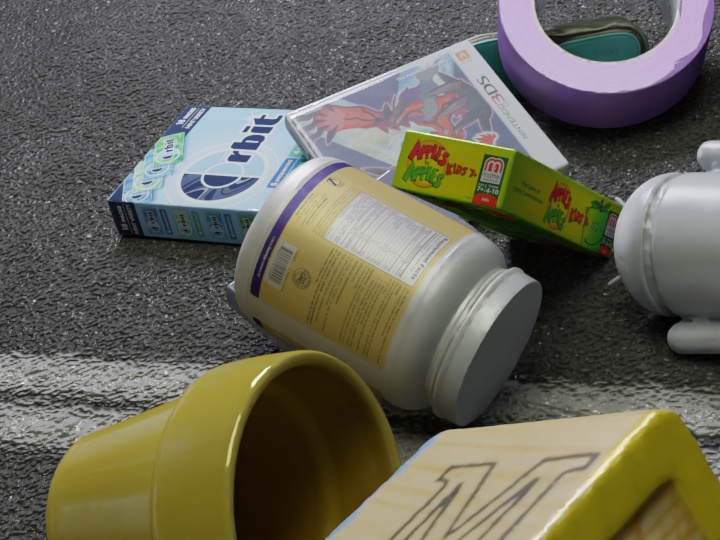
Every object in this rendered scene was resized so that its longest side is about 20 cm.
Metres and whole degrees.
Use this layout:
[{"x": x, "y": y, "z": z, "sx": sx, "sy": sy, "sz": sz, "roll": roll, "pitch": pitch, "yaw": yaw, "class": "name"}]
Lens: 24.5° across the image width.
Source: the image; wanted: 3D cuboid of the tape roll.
[{"x": 0.229, "y": -0.236, "z": 1.562, "sx": 0.200, "sy": 0.066, "sz": 0.200, "roll": -1, "pitch": 65, "yaw": 2, "class": "tape roll"}]

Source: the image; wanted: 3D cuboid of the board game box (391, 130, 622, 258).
[{"x": 0.122, "y": -0.059, "z": 1.333, "sx": 0.101, "sy": 0.200, "sz": 0.048, "roll": 13, "pitch": 87, "yaw": 34, "class": "board game box"}]

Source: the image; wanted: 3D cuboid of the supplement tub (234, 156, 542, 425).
[{"x": 0.021, "y": 0.016, "z": 1.256, "sx": 0.200, "sy": 0.146, "sz": 0.145, "roll": 29, "pitch": 50, "yaw": 19, "class": "supplement tub"}]

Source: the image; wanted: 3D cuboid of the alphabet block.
[{"x": 0.094, "y": 0.207, "z": 0.898, "sx": 0.196, "sy": 0.195, "sz": 0.200, "roll": -42, "pitch": 15, "yaw": -32, "class": "alphabet block"}]

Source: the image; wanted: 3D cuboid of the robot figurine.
[{"x": 0.278, "y": -0.018, "z": 1.263, "sx": 0.200, "sy": 0.113, "sz": 0.170, "roll": 4, "pitch": 75, "yaw": 39, "class": "robot figurine"}]

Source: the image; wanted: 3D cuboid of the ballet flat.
[{"x": 0.182, "y": -0.211, "z": 1.632, "sx": 0.200, "sy": 0.068, "sz": 0.064, "roll": -6, "pitch": 22, "yaw": 3, "class": "ballet flat"}]

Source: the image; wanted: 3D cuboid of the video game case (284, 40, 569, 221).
[{"x": 0.059, "y": -0.115, "z": 1.512, "sx": 0.200, "sy": 0.023, "sz": 0.182, "roll": -24, "pitch": 56, "yaw": -16, "class": "video game case"}]

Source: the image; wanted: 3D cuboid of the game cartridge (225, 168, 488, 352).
[{"x": 0.000, "y": 0.000, "z": 1.384, "sx": 0.130, "sy": 0.038, "sz": 0.200, "roll": 40, "pitch": 58, "yaw": 22, "class": "game cartridge"}]

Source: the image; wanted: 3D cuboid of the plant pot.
[{"x": -0.099, "y": 0.161, "z": 1.100, "sx": 0.189, "sy": 0.201, "sz": 0.201, "roll": -9, "pitch": 32, "yaw": 33, "class": "plant pot"}]

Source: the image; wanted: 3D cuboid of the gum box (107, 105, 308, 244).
[{"x": -0.112, "y": -0.093, "z": 1.576, "sx": 0.200, "sy": 0.045, "sz": 0.170, "roll": 5, "pitch": 39, "yaw": 25, "class": "gum box"}]
